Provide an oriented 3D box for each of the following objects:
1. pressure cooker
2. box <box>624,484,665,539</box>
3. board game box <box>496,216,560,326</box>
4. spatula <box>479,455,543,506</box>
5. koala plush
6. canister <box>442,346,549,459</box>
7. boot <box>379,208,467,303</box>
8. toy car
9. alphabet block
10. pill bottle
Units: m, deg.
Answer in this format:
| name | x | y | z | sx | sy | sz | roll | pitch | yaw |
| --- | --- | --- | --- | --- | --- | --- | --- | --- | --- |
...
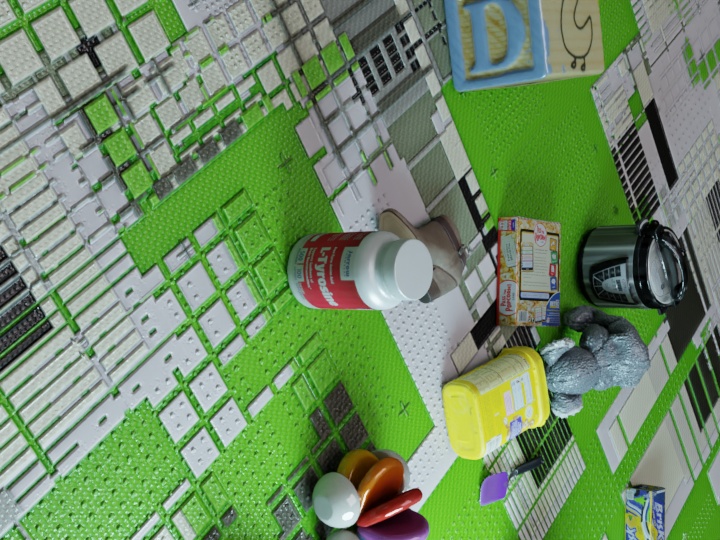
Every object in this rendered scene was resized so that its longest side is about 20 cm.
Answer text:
| name | x | y | z | sx | sy | sz | roll | pitch | yaw |
| --- | --- | --- | --- | --- | --- | --- | --- | --- | --- |
| pressure cooker | 0.559 | -0.010 | 2.140 | 0.176 | 0.200 | 0.179 | 26 | 71 | -46 |
| box | 0.614 | 0.567 | 2.295 | 0.070 | 0.064 | 0.200 | 3 | 88 | -47 |
| board game box | 0.316 | 0.005 | 1.984 | 0.151 | 0.046 | 0.200 | 5 | 86 | -48 |
| spatula | 0.283 | 0.378 | 1.961 | 0.200 | 0.021 | 0.057 | -17 | 115 | -49 |
| koala plush | 0.426 | 0.177 | 2.028 | 0.200 | 0.184 | 0.178 | -16 | 105 | -33 |
| canister | 0.238 | 0.231 | 1.867 | 0.200 | 0.086 | 0.149 | -20 | 104 | -45 |
| boot | 0.108 | -0.048 | 1.749 | 0.146 | 0.070 | 0.200 | -51 | 126 | -43 |
| toy car | 0.034 | 0.369 | 1.590 | 0.175 | 0.150 | 0.200 | -18 | 103 | -47 |
| alphabet block | 0.285 | -0.419 | 1.846 | 0.200 | 0.196 | 0.196 | -17 | 103 | -47 |
| pill bottle | 0.000 | 0.000 | 1.519 | 0.112 | 0.200 | 0.113 | 1 | 88 | -48 |
